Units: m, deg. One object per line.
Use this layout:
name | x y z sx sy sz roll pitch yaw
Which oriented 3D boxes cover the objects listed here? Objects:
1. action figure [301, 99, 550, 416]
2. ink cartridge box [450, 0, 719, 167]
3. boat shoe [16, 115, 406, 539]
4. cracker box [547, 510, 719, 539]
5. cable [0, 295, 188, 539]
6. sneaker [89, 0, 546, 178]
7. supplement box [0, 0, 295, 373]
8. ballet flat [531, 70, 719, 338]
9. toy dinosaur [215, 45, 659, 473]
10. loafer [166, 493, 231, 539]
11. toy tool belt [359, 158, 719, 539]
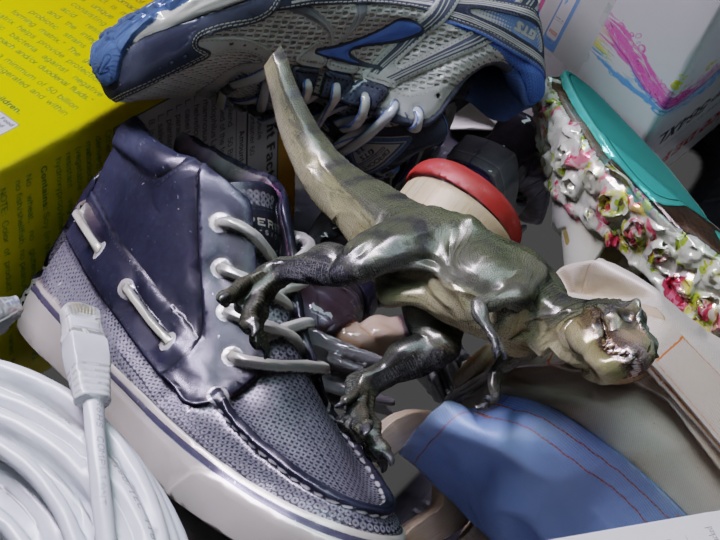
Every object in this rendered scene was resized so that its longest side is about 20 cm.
action figure | 0.000 0.000 0.974 0.130 0.070 0.200 29 49 17
ink cartridge box | 0.117 -0.134 1.055 0.125 0.201 0.128 42 50 15
boat shoe | -0.041 0.022 0.860 0.074 0.093 0.200 12 19 -48
cracker box | 0.081 0.141 0.754 0.198 0.135 0.058 -8 41 -15
cable | -0.143 0.122 0.767 0.199 0.069 0.201 -20 59 -3
sneaker | -0.005 -0.076 0.932 0.199 0.086 0.077 -13 -2 -33
supplement box | -0.128 -0.043 0.978 0.109 0.109 0.199 33 47 31
ballet flat | 0.117 0.003 0.963 0.200 0.064 0.075 49 14 33
toy dinosaur | 0.009 0.006 0.816 0.088 0.048 0.200 -44 54 -12
loafer | -0.066 0.101 0.856 0.199 0.072 0.063 29 18 20
toy tool belt | 0.066 0.065 0.848 0.199 0.125 0.123 37 70 5
